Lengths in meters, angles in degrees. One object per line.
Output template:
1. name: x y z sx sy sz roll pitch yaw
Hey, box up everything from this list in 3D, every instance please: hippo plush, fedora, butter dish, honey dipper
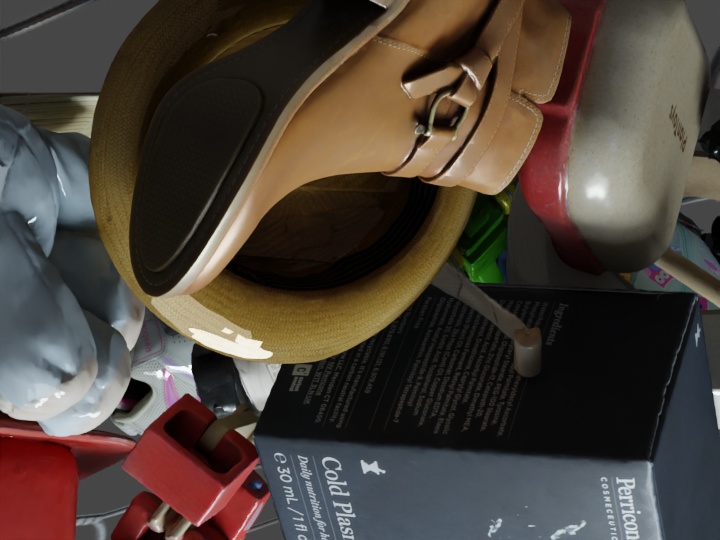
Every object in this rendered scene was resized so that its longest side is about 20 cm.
1. hippo plush: -0.200 0.004 1.113 0.160 0.160 0.200 -15 156 14
2. fedora: -0.040 -0.057 1.137 0.200 0.202 0.082 -4 -164 -29
3. butter dish: -0.232 0.155 1.255 0.199 0.149 0.199 -24 155 40
4. honey dipper: 0.165 -0.004 1.357 0.038 0.200 0.038 -36 148 -28

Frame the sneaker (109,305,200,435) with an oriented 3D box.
1. sneaker: -0.117 0.063 1.524 0.088 0.082 0.200 -7 153 -15

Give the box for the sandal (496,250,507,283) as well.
1. sandal: 0.071 0.024 1.545 0.087 0.080 0.200 -21 163 9

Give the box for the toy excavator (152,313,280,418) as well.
1. toy excavator: -0.036 0.010 1.397 0.099 0.200 0.195 -17 121 11

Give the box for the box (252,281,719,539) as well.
1. box: 0.073 0.116 1.248 0.195 0.124 0.201 1 131 20

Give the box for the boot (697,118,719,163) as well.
1. boot: 0.235 -0.102 1.216 0.162 0.073 0.198 -40 164 6

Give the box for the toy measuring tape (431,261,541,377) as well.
1. toy measuring tape: 0.000 0.000 1.206 0.073 0.200 0.074 -28 140 -27

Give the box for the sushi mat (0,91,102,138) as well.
1. sushi mat: -0.102 -0.066 1.235 0.199 0.012 0.096 -4 159 -30

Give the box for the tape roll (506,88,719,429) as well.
1. tape roll: 0.175 -0.010 1.317 0.202 0.204 0.037 -12 143 -7

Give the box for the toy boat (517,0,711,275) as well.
1. toy boat: 0.092 -0.077 1.227 0.130 0.131 0.200 13 169 18

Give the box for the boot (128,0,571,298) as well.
1. boot: 0.002 -0.058 1.073 0.154 0.074 0.201 24 101 -43

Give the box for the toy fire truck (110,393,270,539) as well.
1. toy fire truck: -0.084 0.115 1.283 0.141 0.049 0.200 -57 172 19

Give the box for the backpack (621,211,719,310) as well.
1. backpack: 0.150 0.046 1.457 0.126 0.168 0.200 17 -168 -1

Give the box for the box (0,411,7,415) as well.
1. box: -0.229 0.042 1.309 0.124 0.098 0.200 -7 161 -8

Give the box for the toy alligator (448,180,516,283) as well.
1. toy alligator: 0.049 -0.037 1.380 0.059 0.054 0.200 -46 161 -10
